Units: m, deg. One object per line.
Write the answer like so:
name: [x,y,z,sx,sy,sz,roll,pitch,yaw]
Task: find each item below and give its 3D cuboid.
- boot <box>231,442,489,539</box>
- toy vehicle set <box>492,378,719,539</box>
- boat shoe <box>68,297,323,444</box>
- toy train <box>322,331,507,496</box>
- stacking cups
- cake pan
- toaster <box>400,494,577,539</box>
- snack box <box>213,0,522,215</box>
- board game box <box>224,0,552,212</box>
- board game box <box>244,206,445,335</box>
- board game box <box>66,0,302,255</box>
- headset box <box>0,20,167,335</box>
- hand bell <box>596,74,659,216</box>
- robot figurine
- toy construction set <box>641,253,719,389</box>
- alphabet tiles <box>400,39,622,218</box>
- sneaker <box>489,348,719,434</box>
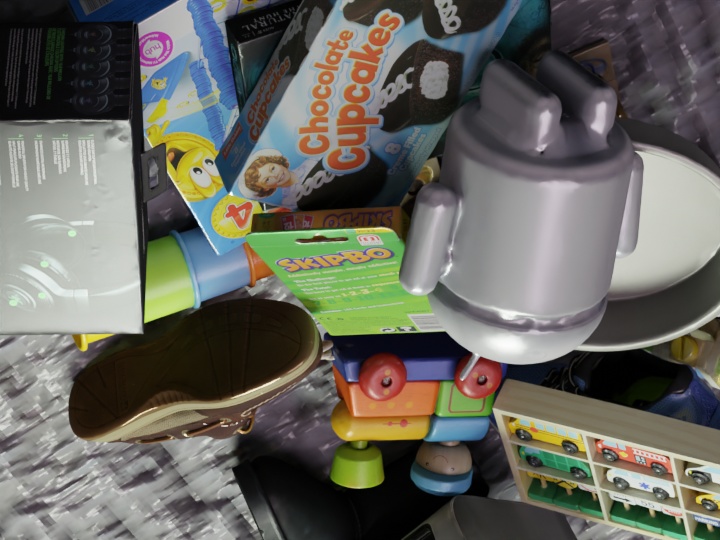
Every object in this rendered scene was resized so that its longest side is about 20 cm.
boot: [0.008,0.166,1.899,0.162,0.074,0.199,-27,142,0]
toy vehicle set: [0.195,0.140,1.805,0.027,0.199,0.125,-63,152,-29]
boat shoe: [-0.098,0.075,1.739,0.199,0.073,0.072,-23,147,29]
toy train: [-0.003,0.097,1.806,0.199,0.085,0.116,-1,112,-20]
stacking cups: [-0.097,-0.003,1.713,0.199,0.061,0.061,-16,134,-16]
cake pan: [0.154,-0.025,1.696,0.199,0.037,0.201,3,138,3]
toaster: [0.075,0.259,1.894,0.181,0.119,0.199,-40,150,28]
snack box: [0.008,-0.120,1.554,0.116,0.037,0.201,12,123,-32]
board game box: [0.022,-0.121,1.607,0.199,0.028,0.136,-18,134,-11]
board game box: [0.000,0.000,1.645,0.095,0.030,0.200,-3,163,15]
board game box: [-0.049,-0.133,1.622,0.199,0.056,0.196,-30,135,0]
headset box: [-0.213,-0.053,1.541,0.199,0.093,0.175,-1,134,-1]
hand bell: [0.093,-0.040,1.760,0.199,0.104,0.104,-26,136,14]
robot figurine: [0.100,-0.029,1.579,0.169,0.113,0.201,-7,122,-27]
toy construction set: [0.243,0.010,1.835,0.132,0.092,0.200,-61,169,-18]
alphabet tiles: [0.108,-0.052,1.805,0.166,0.008,0.201,-23,135,-7]
sneaker: [0.165,0.081,1.847,0.079,0.199,0.089,-58,133,-32]
